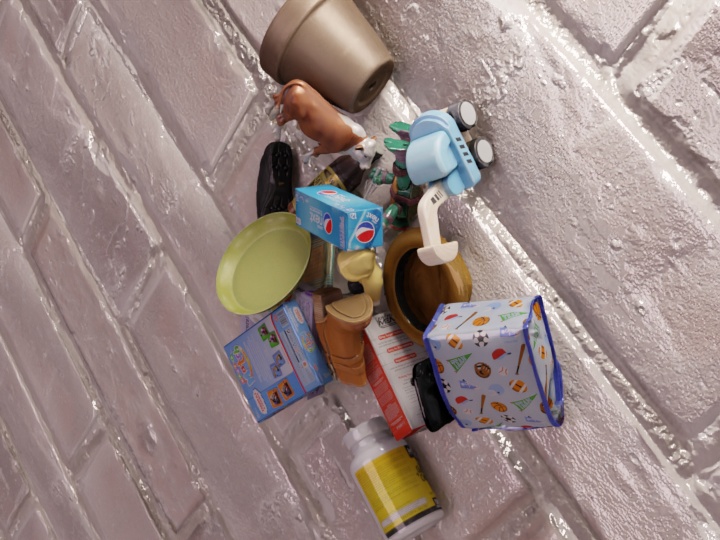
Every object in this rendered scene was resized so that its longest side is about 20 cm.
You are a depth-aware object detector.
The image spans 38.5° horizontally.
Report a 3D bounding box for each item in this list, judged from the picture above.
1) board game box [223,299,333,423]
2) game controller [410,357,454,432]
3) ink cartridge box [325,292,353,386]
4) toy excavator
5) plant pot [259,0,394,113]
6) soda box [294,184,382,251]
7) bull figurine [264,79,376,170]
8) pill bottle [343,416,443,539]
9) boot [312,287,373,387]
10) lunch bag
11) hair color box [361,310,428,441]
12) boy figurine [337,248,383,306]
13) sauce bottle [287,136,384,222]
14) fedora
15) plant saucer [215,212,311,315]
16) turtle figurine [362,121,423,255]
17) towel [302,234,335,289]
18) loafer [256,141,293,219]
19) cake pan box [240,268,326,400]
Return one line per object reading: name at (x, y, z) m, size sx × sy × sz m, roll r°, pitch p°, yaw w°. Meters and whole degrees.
board game box at (-0.146, 0.160, 1.783) m, size 0.199 × 0.036 × 0.153 m, roll -34°, pitch 79°, yaw 43°
game controller at (0.124, 0.186, 1.605) m, size 0.042 × 0.200 × 0.106 m, roll -7°, pitch 90°, yaw 20°
ink cartridge box at (-0.064, 0.133, 1.855) m, size 0.199 × 0.082 × 0.149 m, roll -19°, pitch 83°, yaw 44°
toy excavator at (0.117, -0.132, 1.555) m, size 0.099 × 0.200 × 0.196 m, roll -12°, pitch 112°, yaw 45°
plant pot at (-0.040, -0.358, 1.696) m, size 0.174 × 0.200 × 0.201 m, roll 40°, pitch 125°, yaw 11°
soda box at (-0.037, -0.087, 1.659) m, size 0.200 × 0.067 × 0.065 m, roll 30°, pitch 125°, yaw 59°
bull figurine at (-0.065, -0.231, 1.689) m, size 0.121 × 0.200 × 0.066 m, roll -28°, pitch 32°, yaw 35°
pill bottle at (0.050, 0.356, 1.758) m, size 0.112 × 0.111 × 0.201 m, roll -45°, pitch 66°, yaw 40°
boot at (-0.015, 0.116, 1.653) m, size 0.200 × 0.073 × 0.157 m, roll -154°, pitch 50°, yaw -70°
lunch bag at (0.205, 0.147, 1.533) m, size 0.168 × 0.124 × 0.202 m, roll -7°, pitch 115°, yaw 28°
hair color box at (0.068, 0.169, 1.713) m, size 0.061 × 0.101 × 0.202 m, roll -47°, pitch 63°, yaw 52°
boy figurine at (0.000, 0.000, 1.687) m, size 0.064 × 0.200 × 0.126 m, roll -25°, pitch 86°, yaw 0°
sauce bottle at (-0.042, -0.153, 1.779) m, size 0.200 × 0.066 × 0.066 m, roll -44°, pitch 66°, yaw 25°
fedora at (0.121, 0.024, 1.651) m, size 0.199 × 0.081 × 0.203 m, roll 21°, pitch 120°, yaw 42°
plant saucer at (-0.160, -0.007, 1.769) m, size 0.198 × 0.031 × 0.202 m, roll -19°, pitch 52°, yaw 25°
turtle figurine at (0.056, -0.131, 1.683) m, size 0.150 × 0.099 × 0.202 m, roll -102°, pitch 17°, yaw -56°
towel at (-0.095, -0.026, 1.848) m, size 0.146 × 0.022 × 0.203 m, roll -21°, pitch 58°, yaw 45°
loafer at (-0.160, -0.137, 1.908) m, size 0.070 × 0.067 × 0.204 m, roll 165°, pitch 110°, yaw -65°
cake pan box at (-0.136, 0.110, 1.819) m, size 0.183 × 0.052 × 0.203 m, roll 24°, pitch 119°, yaw 39°
